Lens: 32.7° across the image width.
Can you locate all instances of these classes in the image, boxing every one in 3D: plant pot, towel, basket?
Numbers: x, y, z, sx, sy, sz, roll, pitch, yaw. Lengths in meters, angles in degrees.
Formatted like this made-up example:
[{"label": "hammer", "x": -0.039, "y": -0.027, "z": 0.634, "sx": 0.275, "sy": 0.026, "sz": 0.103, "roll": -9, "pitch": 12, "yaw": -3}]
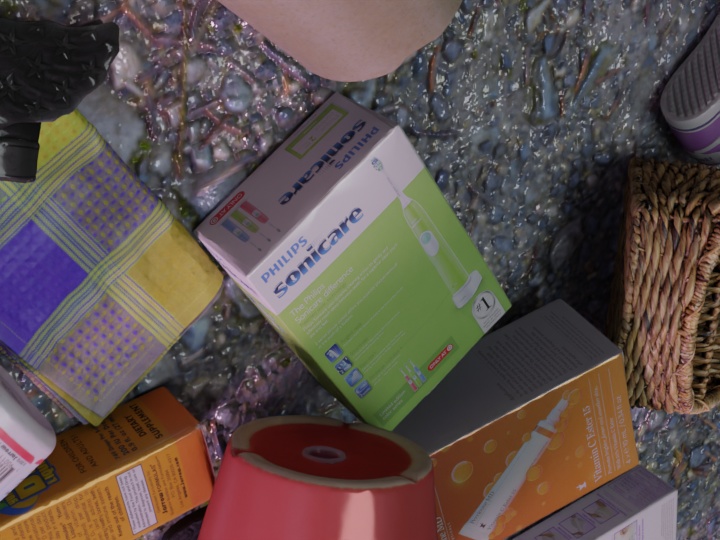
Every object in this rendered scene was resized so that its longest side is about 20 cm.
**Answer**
[{"label": "plant pot", "x": -0.031, "y": 0.206, "z": 0.839, "sx": 0.199, "sy": 0.200, "sz": 0.180, "roll": -1, "pitch": 103, "yaw": -36}, {"label": "towel", "x": -0.183, "y": -0.001, "z": 0.789, "sx": 0.144, "sy": 0.023, "sz": 0.201, "roll": -44, "pitch": 131, "yaw": -10}, {"label": "plant pot", "x": -0.031, "y": -0.211, "z": 0.704, "sx": 0.201, "sy": 0.200, "sz": 0.183, "roll": -52, "pitch": 143, "yaw": -3}, {"label": "basket", "x": 0.288, "y": 0.020, "z": 1.033, "sx": 0.147, "sy": 0.143, "sz": 0.202, "roll": 7, "pitch": 115, "yaw": 7}]

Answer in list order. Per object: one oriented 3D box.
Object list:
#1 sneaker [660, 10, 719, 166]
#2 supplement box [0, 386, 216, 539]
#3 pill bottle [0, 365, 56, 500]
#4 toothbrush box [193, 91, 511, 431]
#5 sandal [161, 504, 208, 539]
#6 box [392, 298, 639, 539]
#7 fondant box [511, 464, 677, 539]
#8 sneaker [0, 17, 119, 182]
[{"label": "sneaker", "x": 0.350, "y": -0.180, "z": 1.070, "sx": 0.201, "sy": 0.073, "sz": 0.114, "roll": -46, "pitch": 135, "yaw": 5}, {"label": "supplement box", "x": -0.200, "y": 0.157, "z": 0.826, "sx": 0.199, "sy": 0.066, "sz": 0.069, "roll": -27, "pitch": 126, "yaw": -24}, {"label": "pill bottle", "x": -0.286, "y": 0.131, "z": 0.720, "sx": 0.200, "sy": 0.109, "sz": 0.109, "roll": -43, "pitch": 131, "yaw": -11}, {"label": "toothbrush box", "x": 0.000, "y": 0.000, "z": 0.883, "sx": 0.146, "sy": 0.086, "sz": 0.200, "roll": -45, "pitch": 132, "yaw": -9}, {"label": "sandal", "x": -0.082, "y": 0.188, "z": 0.952, "sx": 0.199, "sy": 0.045, "sz": 0.076, "roll": -15, "pitch": 127, "yaw": -47}, {"label": "box", "x": 0.116, "y": 0.133, "z": 1.008, "sx": 0.198, "sy": 0.098, "sz": 0.125, "roll": -26, "pitch": 124, "yaw": -13}, {"label": "fondant box", "x": 0.225, "y": 0.302, "z": 1.220, "sx": 0.198, "sy": 0.058, "sz": 0.146, "roll": -24, "pitch": 124, "yaw": -26}, {"label": "sneaker", "x": -0.236, "y": -0.109, "z": 0.674, "sx": 0.198, "sy": 0.060, "sz": 0.106, "roll": 9, "pitch": 93, "yaw": -31}]
